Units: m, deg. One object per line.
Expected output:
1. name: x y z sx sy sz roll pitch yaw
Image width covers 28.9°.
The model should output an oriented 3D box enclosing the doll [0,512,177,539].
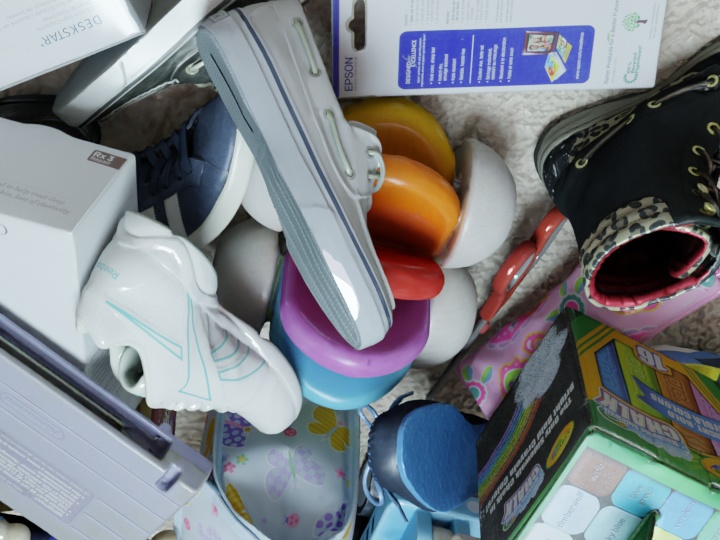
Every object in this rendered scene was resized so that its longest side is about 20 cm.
1. doll: -0.228 0.181 0.906 0.200 0.049 0.136 15 153 -26

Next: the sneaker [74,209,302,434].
1. sneaker: -0.102 0.049 0.816 0.080 0.070 0.200 -55 140 -17

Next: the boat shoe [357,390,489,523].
1. boat shoe: 0.037 0.126 0.924 0.069 0.084 0.200 5 168 21

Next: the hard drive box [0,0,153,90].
1. hard drive box: -0.226 -0.201 0.761 0.156 0.077 0.200 -19 123 11

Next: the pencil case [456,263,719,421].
1. pencil case: 0.157 0.037 0.935 0.087 0.087 0.200 34 115 -23

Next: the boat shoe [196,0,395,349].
1. boat shoe: -0.018 -0.059 0.757 0.067 0.074 0.200 -25 89 -15

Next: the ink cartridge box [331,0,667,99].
1. ink cartridge box: 0.079 -0.155 0.821 0.200 0.039 0.100 -3 126 -7

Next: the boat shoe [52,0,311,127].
1. boat shoe: -0.092 -0.137 0.815 0.200 0.071 0.064 -34 119 17

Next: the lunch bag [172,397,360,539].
1. lunch bag: -0.066 0.184 0.962 0.127 0.200 0.170 5 125 -6

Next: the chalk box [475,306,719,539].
1. chalk box: 0.151 0.136 0.825 0.124 0.200 0.125 26 114 -10

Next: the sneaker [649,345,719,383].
1. sneaker: 0.258 0.092 0.993 0.200 0.082 0.074 16 92 -31

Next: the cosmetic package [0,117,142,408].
1. cosmetic package: -0.193 0.015 0.824 0.113 0.081 0.200 14 134 13

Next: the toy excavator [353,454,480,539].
1. toy excavator: 0.051 0.213 0.985 0.100 0.200 0.195 15 124 -13

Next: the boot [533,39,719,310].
1. boot: 0.209 -0.061 0.827 0.203 0.154 0.074 -23 123 14

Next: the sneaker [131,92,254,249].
1. sneaker: -0.136 -0.046 0.851 0.084 0.075 0.200 19 135 -28

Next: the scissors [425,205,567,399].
1. scissors: 0.093 0.027 0.964 0.014 0.073 0.200 37 144 11

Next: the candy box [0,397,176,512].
1. candy box: -0.228 0.105 0.951 0.200 0.117 0.057 -9 126 5

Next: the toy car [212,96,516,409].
1. toy car: 0.000 0.000 0.865 0.175 0.150 0.200 11 124 -10

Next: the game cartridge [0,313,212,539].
1. game cartridge: -0.197 0.089 0.814 0.200 0.038 0.130 37 138 -9

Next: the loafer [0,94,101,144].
1. loafer: -0.255 -0.049 0.869 0.200 0.072 0.073 -21 122 11
